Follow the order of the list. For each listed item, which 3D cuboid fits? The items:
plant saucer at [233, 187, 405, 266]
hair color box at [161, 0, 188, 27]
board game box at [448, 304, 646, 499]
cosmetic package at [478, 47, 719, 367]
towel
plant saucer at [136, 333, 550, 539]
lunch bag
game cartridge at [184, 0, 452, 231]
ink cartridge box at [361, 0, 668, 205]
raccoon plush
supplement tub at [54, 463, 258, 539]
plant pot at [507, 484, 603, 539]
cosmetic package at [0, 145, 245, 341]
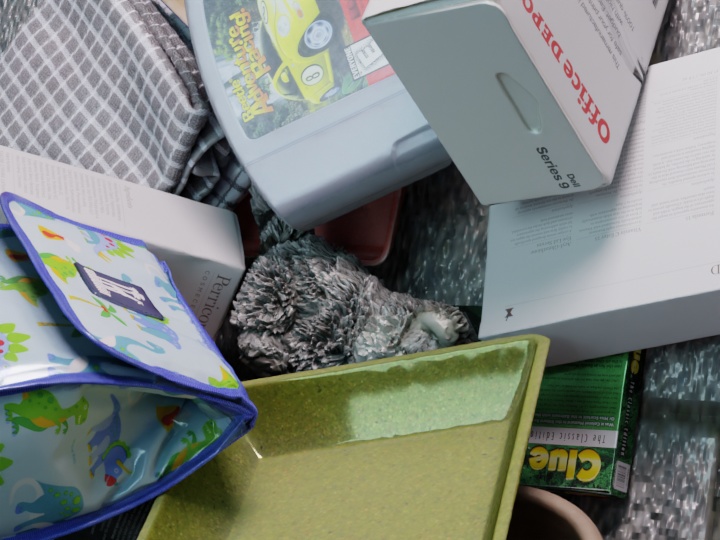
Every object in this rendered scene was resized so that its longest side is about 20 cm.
[{"bbox_3d":[-0.037,-0.100,1.337,0.199,0.037,0.200,4,77,35],"label":"plant saucer"},{"bbox_3d":[-0.030,-0.153,1.287,0.109,0.065,0.200,-52,52,9],"label":"hair color box"},{"bbox_3d":[0.067,0.072,1.216,0.199,0.023,0.105,1,74,36],"label":"board game box"},{"bbox_3d":[0.164,-0.037,1.148,0.199,0.052,0.151,-12,54,32],"label":"cosmetic package"},{"bbox_3d":[-0.161,-0.090,1.346,0.166,0.085,0.200,-49,54,14],"label":"towel"},{"bbox_3d":[-0.004,0.116,1.075,0.199,0.048,0.200,-10,27,18],"label":"plant saucer"},{"bbox_3d":[-0.174,0.050,1.112,0.170,0.199,0.128,-129,37,-48],"label":"lunch bag"},{"bbox_3d":[-0.028,-0.131,1.207,0.133,0.041,0.201,-26,73,21],"label":"game cartridge"},{"bbox_3d":[0.093,-0.157,1.147,0.084,0.146,0.200,-9,42,34],"label":"ink cartridge box"},{"bbox_3d":[0.000,0.000,1.208,0.134,0.097,0.201,-19,75,23],"label":"raccoon plush"},{"bbox_3d":[-0.079,0.152,1.208,0.200,0.123,0.123,26,91,17],"label":"supplement tub"},{"bbox_3d":[0.047,0.231,1.070,0.200,0.175,0.200,-15,25,7],"label":"plant pot"},{"bbox_3d":[-0.177,-0.004,1.246,0.074,0.199,0.102,-105,35,-57],"label":"cosmetic package"}]
